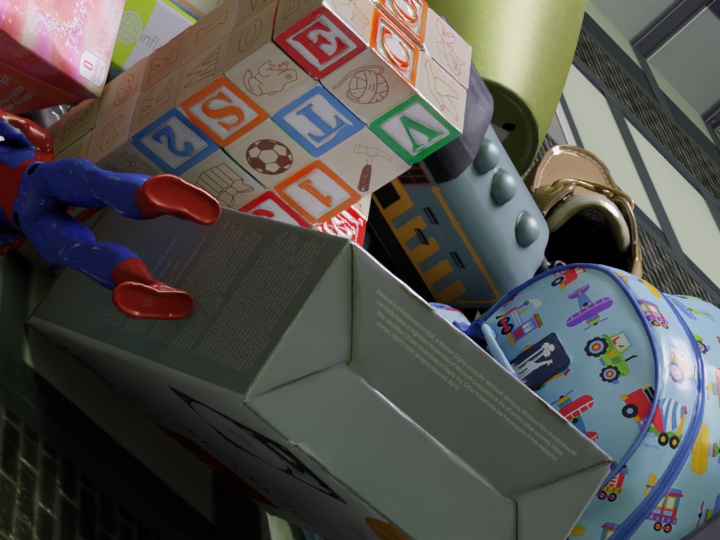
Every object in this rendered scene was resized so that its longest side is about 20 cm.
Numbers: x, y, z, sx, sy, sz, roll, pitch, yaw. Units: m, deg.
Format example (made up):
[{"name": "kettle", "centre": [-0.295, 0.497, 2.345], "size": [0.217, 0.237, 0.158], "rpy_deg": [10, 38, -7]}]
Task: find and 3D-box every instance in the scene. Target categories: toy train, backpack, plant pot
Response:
[{"name": "toy train", "centre": [0.021, -0.041, 1.276], "size": [0.200, 0.114, 0.085], "rpy_deg": [58, 45, -40]}, {"name": "backpack", "centre": [0.082, 0.084, 1.232], "size": [0.134, 0.200, 0.183], "rpy_deg": [39, 18, -35]}, {"name": "plant pot", "centre": [0.042, -0.136, 1.425], "size": [0.187, 0.187, 0.200], "rpy_deg": [38, 34, -36]}]

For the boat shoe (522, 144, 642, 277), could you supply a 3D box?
[{"name": "boat shoe", "centre": [0.115, -0.010, 1.398], "size": [0.074, 0.067, 0.200], "rpy_deg": [12, 36, -7]}]

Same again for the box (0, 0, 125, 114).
[{"name": "box", "centre": [-0.158, -0.179, 1.216], "size": [0.103, 0.094, 0.201], "rpy_deg": [35, 58, -42]}]

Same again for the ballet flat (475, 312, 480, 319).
[{"name": "ballet flat", "centre": [0.096, 0.053, 1.410], "size": [0.200, 0.070, 0.069], "rpy_deg": [34, 6, 28]}]

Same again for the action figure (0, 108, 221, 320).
[{"name": "action figure", "centre": [-0.144, -0.034, 1.091], "size": [0.099, 0.065, 0.200], "rpy_deg": [17, 1, -30]}]

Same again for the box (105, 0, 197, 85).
[{"name": "box", "centre": [-0.119, -0.116, 1.382], "size": [0.122, 0.048, 0.200], "rpy_deg": [24, -7, 45]}]

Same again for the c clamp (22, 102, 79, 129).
[{"name": "c clamp", "centre": [-0.114, -0.051, 1.353], "size": [0.200, 0.027, 0.171], "rpy_deg": [32, 23, -52]}]

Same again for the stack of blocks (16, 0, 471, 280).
[{"name": "stack of blocks", "centre": [-0.046, -0.048, 1.175], "size": [0.115, 0.200, 0.059], "rpy_deg": [40, 36, -27]}]

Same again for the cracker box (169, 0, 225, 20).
[{"name": "cracker box", "centre": [-0.156, -0.191, 1.406], "size": [0.134, 0.058, 0.200], "rpy_deg": [15, -12, 46]}]

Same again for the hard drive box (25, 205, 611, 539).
[{"name": "hard drive box", "centre": [-0.020, 0.048, 1.095], "size": [0.156, 0.077, 0.200], "rpy_deg": [40, -12, -27]}]

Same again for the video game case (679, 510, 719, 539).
[{"name": "video game case", "centre": [0.174, 0.156, 1.216], "size": [0.025, 0.181, 0.200], "rpy_deg": [35, 37, 24]}]
